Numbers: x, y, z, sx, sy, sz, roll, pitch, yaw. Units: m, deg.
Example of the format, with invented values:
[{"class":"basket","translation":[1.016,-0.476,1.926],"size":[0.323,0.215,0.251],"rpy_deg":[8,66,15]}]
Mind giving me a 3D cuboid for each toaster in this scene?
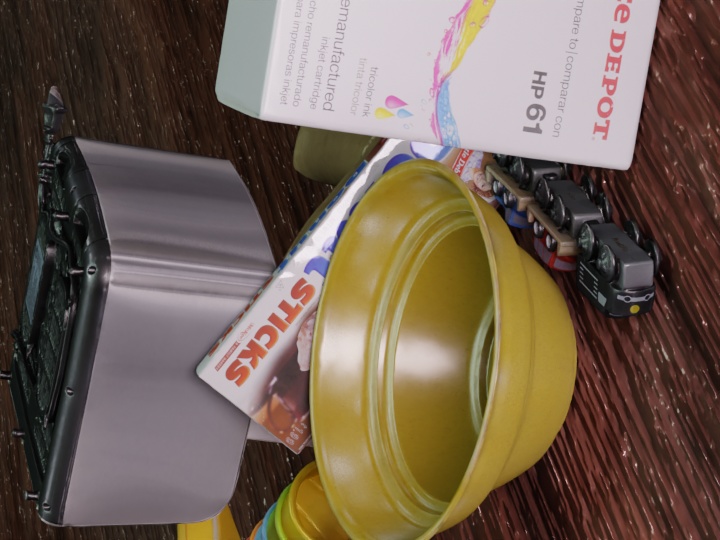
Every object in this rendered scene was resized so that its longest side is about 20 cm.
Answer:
[{"class":"toaster","translation":[-0.132,0.025,1.483],"size":[0.181,0.118,0.201],"rpy_deg":[-119,38,-59]}]

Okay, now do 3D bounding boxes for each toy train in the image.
[{"class":"toy train","translation":[0.105,-0.023,1.284],"size":[0.200,0.034,0.046],"rpy_deg":[-125,33,-64]}]

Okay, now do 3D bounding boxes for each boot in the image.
[{"class":"boot","translation":[-0.002,-0.052,1.503],"size":[0.175,0.066,0.200],"rpy_deg":[-44,20,-6]}]

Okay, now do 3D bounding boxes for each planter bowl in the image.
[{"class":"planter bowl","translation":[0.054,0.048,1.308],"size":[0.200,0.083,0.202],"rpy_deg":[-22,65,59]}]

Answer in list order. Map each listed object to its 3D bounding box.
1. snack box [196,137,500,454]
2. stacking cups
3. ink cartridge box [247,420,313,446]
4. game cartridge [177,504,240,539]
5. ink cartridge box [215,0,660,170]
[{"class":"snack box","translation":[0.000,0.000,1.391],"size":[0.200,0.072,0.024],"rpy_deg":[-51,10,2]},{"class":"stacking cups","translation":[-0.038,0.172,1.636],"size":[0.200,0.060,0.061],"rpy_deg":[127,146,-67]},{"class":"ink cartridge box","translation":[-0.040,0.062,1.565],"size":[0.200,0.116,0.068],"rpy_deg":[-146,65,-71]},{"class":"game cartridge","translation":[-0.082,0.261,1.570],"size":[0.177,0.032,0.201],"rpy_deg":[75,-169,-49]},{"class":"ink cartridge box","translation":[0.043,-0.136,1.248],"size":[0.085,0.199,0.146],"rpy_deg":[-151,69,-67]}]
